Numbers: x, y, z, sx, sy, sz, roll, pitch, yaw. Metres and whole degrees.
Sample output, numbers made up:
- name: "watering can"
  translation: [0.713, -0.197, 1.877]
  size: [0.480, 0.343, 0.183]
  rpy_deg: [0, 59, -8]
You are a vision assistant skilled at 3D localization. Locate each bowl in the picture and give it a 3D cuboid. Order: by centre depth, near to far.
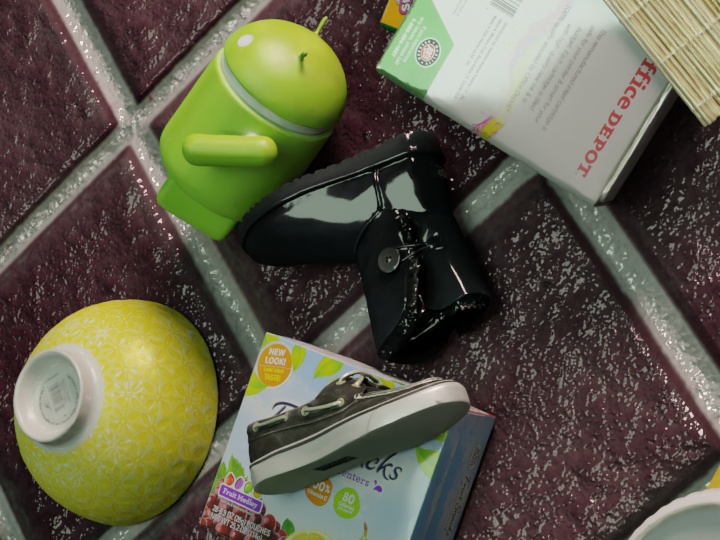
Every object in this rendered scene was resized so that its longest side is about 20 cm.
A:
- name: "bowl"
  translation: [-0.232, 0.114, 1.869]
  size: [0.200, 0.108, 0.201]
  rpy_deg: [-9, 73, 34]

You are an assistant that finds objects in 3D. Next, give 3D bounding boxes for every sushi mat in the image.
- name: "sushi mat"
  translation: [0.222, -0.208, 1.561]
  size: [0.096, 0.012, 0.200]
  rpy_deg: [-40, 84, 19]

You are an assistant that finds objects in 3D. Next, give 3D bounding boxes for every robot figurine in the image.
- name: "robot figurine"
  translation: [-0.088, -0.122, 1.805]
  size: [0.200, 0.116, 0.176]
  rpy_deg: [-52, 10, 29]

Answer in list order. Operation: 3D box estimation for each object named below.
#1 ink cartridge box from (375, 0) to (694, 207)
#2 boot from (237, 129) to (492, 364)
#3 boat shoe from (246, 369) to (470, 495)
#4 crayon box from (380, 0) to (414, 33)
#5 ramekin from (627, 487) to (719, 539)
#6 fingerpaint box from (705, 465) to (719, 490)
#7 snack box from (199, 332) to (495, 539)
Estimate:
- name: "ink cartridge box"
  translation: [0.137, -0.159, 1.639]
  size: [0.200, 0.087, 0.145]
  rpy_deg: [33, 101, 12]
- name: "boot"
  translation: [0.000, 0.000, 1.748]
  size: [0.200, 0.076, 0.168]
  rpy_deg: [-25, 62, 22]
- name: "boat shoe"
  translation: [-0.008, 0.110, 1.651]
  size: [0.200, 0.071, 0.064]
  rpy_deg: [-23, 67, 30]
- name: "crayon box"
  translation: [0.110, -0.264, 1.743]
  size: [0.119, 0.058, 0.200]
  rpy_deg: [25, 95, 37]
- name: "ramekin"
  translation: [0.249, 0.232, 1.407]
  size: [0.200, 0.105, 0.201]
  rpy_deg: [-9, 75, 34]
- name: "fingerpaint box"
  translation: [0.274, 0.261, 1.494]
  size: [0.167, 0.073, 0.200]
  rpy_deg: [35, 100, 37]
- name: "snack box"
  translation: [-0.012, 0.158, 1.727]
  size: [0.200, 0.068, 0.169]
  rpy_deg: [20, 91, 35]
